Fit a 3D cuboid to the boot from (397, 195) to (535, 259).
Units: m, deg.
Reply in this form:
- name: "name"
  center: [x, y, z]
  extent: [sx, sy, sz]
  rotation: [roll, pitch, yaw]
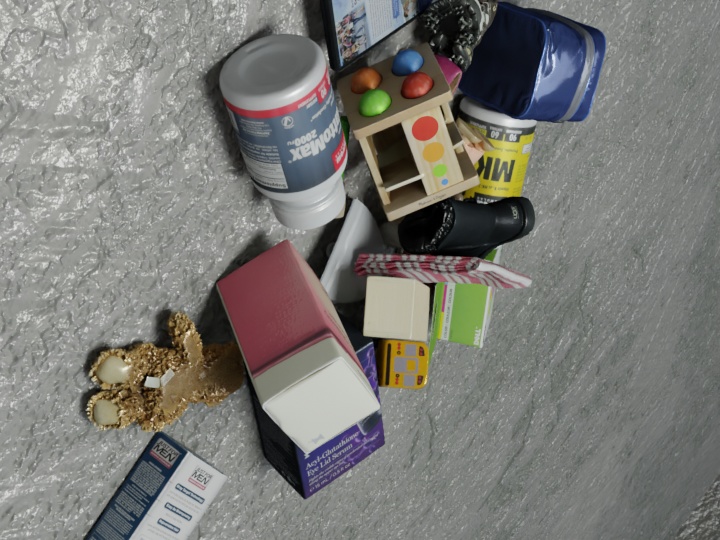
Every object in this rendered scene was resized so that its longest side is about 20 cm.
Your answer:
- name: "boot"
  center: [0.110, -0.049, 1.452]
  extent: [0.166, 0.199, 0.078]
  rotation: [-2, 76, -37]

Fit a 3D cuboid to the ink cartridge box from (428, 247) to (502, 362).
- name: "ink cartridge box"
  center: [0.155, 0.048, 1.638]
  extent: [0.201, 0.074, 0.150]
  rotation: [-61, 159, -60]

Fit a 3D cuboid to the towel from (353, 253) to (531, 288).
- name: "towel"
  center: [0.107, 0.005, 1.431]
  extent: [0.145, 0.197, 0.031]
  rotation: [13, 82, -53]

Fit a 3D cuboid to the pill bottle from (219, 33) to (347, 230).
- name: "pill bottle"
  center: [-0.078, -0.150, 1.241]
  extent: [0.120, 0.119, 0.202]
  rotation: [-43, 141, -26]

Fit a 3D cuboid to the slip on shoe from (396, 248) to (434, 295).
- name: "slip on shoe"
  center: [0.084, 0.007, 1.604]
  extent: [0.073, 0.061, 0.203]
  rotation: [1, 109, -51]

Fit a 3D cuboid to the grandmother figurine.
- name: "grandmother figurine"
  center: [0.098, -0.109, 1.507]
  extent: [0.120, 0.061, 0.200]
  rotation: [25, 114, -41]

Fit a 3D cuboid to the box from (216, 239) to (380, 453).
- name: "box"
  center: [-0.075, 0.088, 1.302]
  extent: [0.108, 0.201, 0.128]
  rotation: [-31, 139, 3]

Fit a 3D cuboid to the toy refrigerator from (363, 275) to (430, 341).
- name: "toy refrigerator"
  center: [0.048, 0.053, 1.461]
  extent: [0.200, 0.069, 0.078]
  rotation: [20, 73, -80]

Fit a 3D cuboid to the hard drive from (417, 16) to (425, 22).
- name: "hard drive"
  center: [0.056, -0.397, 1.330]
  extent: [0.199, 0.038, 0.142]
  rotation: [16, 98, -54]

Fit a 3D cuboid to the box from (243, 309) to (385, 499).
- name: "box"
  center: [-0.059, 0.175, 1.470]
  extent: [0.147, 0.104, 0.202]
  rotation: [-31, 135, -25]

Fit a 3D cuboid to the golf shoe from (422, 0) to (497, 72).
- name: "golf shoe"
  center: [0.127, -0.321, 1.361]
  extent: [0.095, 0.077, 0.200]
  rotation: [-59, 178, -4]

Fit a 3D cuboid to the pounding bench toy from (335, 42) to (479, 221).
- name: "pounding bench toy"
  center: [0.021, -0.162, 1.344]
  extent: [0.197, 0.125, 0.157]
  rotation: [-22, 129, 4]

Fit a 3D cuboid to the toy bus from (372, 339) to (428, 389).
- name: "toy bus"
  center: [0.054, 0.132, 1.550]
  extent: [0.200, 0.077, 0.066]
  rotation: [74, 18, -84]

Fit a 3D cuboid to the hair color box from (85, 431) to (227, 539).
- name: "hair color box"
  center: [-0.260, 0.309, 1.346]
  extent: [0.201, 0.060, 0.100]
  rotation: [-56, 145, -11]

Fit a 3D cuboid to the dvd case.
- name: "dvd case"
  center: [0.026, -0.339, 1.278]
  extent: [0.199, 0.017, 0.144]
  rotation: [-40, 139, -32]

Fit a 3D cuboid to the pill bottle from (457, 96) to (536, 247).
- name: "pill bottle"
  center: [0.181, -0.141, 1.587]
  extent: [0.113, 0.113, 0.203]
  rotation: [-16, 124, -46]

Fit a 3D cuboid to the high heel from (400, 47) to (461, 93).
- name: "high heel"
  center: [0.098, -0.195, 1.460]
  extent: [0.067, 0.095, 0.203]
  rotation: [-33, 135, -36]

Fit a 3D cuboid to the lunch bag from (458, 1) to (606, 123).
- name: "lunch bag"
  center: [0.231, -0.284, 1.500]
  extent: [0.130, 0.200, 0.138]
  rotation: [1, 114, -33]

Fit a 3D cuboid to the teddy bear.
- name: "teddy bear"
  center: [-0.230, 0.121, 1.276]
  extent: [0.198, 0.066, 0.147]
  rotation: [-26, 122, -33]

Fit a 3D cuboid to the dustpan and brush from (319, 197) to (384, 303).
- name: "dustpan and brush"
  center: [0.000, 0.000, 1.506]
  extent: [0.200, 0.057, 0.142]
  rotation: [38, 70, -48]
